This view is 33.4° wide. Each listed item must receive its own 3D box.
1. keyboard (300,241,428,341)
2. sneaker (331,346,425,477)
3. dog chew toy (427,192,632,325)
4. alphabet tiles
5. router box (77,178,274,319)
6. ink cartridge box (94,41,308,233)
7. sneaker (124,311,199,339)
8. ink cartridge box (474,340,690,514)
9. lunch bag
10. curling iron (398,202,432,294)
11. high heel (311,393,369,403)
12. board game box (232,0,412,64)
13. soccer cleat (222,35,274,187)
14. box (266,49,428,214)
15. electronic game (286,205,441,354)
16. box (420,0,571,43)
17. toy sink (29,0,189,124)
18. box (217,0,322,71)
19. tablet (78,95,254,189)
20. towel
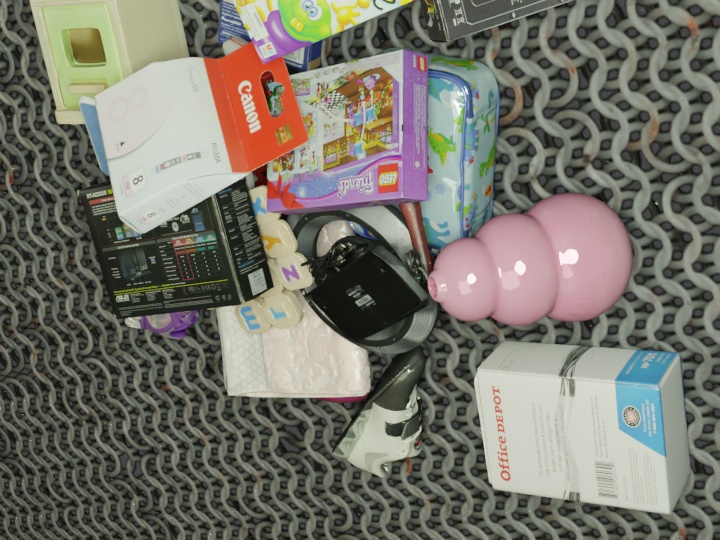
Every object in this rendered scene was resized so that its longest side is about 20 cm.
[{"bbox_3d":[0.004,0.009,1.200,0.104,0.040,0.200,47,154,-6],"label":"keyboard"},{"bbox_3d":[0.045,0.168,1.393,0.088,0.074,0.201,33,133,3],"label":"sneaker"},{"bbox_3d":[0.159,-0.003,1.149,0.124,0.198,0.126,168,90,-71],"label":"dog chew toy"},{"bbox_3d":[-0.138,-0.023,1.332,0.194,0.015,0.202,-14,108,44],"label":"alphabet tiles"},{"bbox_3d":[-0.201,-0.035,1.295,0.198,0.062,0.152,-7,103,35],"label":"router box"},{"bbox_3d":[-0.165,-0.152,1.203,0.199,0.057,0.164,-29,56,16],"label":"ink cartridge box"},{"bbox_3d":[-0.234,0.027,1.471,0.088,0.081,0.201,30,153,4],"label":"sneaker"},{"bbox_3d":[0.232,0.160,1.254,0.198,0.086,0.148,3,114,32],"label":"ink cartridge box"},{"bbox_3d":[0.056,-0.120,1.233,0.159,0.082,0.202,17,120,30],"label":"lunch bag"},{"bbox_3d":[0.048,-0.069,1.168,0.025,0.050,0.203,-9,86,9],"label":"curling iron"},{"bbox_3d":[-0.073,0.085,1.418,0.198,0.067,0.097,21,133,26],"label":"high heel"},{"bbox_3d":[-0.018,-0.293,1.151,0.198,0.103,0.106,-18,111,27],"label":"board game box"},{"bbox_3d":[-0.122,-0.165,1.325,0.085,0.068,0.201,44,148,31],"label":"soccer cleat"},{"bbox_3d":[-0.017,-0.131,1.179,0.199,0.039,0.139,-2,86,46],"label":"box"},{"bbox_3d":[0.000,0.000,1.266,0.198,0.042,0.202,23,132,29],"label":"electronic game"},{"bbox_3d":[0.114,-0.321,1.054,0.048,0.157,0.202,-147,38,-68],"label":"box"},{"bbox_3d":[-0.277,-0.227,1.368,0.129,0.112,0.202,5,116,30],"label":"toy sink"},{"bbox_3d":[-0.089,-0.321,1.254,0.120,0.032,0.202,21,124,22],"label":"box"},{"bbox_3d":[-0.211,-0.127,1.327,0.198,0.014,0.131,16,147,14],"label":"tablet"},{"bbox_3d":[-0.084,0.047,1.385,0.189,0.032,0.203,-5,94,25],"label":"towel"}]
